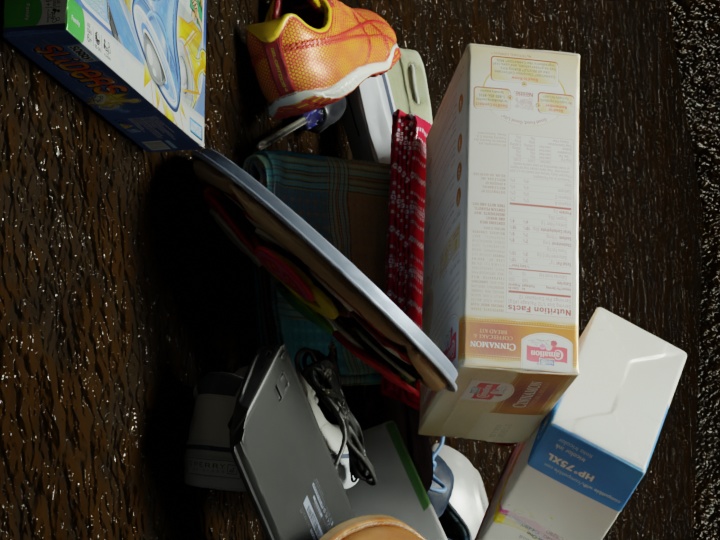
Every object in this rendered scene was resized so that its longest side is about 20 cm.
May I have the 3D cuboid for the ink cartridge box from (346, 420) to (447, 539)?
[{"bbox_3d":[0.029,0.218,1.478,0.200,0.084,0.145,70,-4,-48],"label":"ink cartridge box"}]

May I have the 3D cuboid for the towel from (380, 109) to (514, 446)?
[{"bbox_3d":[0.065,0.007,1.525,0.144,0.022,0.201,25,61,-50],"label":"towel"}]

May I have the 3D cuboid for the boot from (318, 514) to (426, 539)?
[{"bbox_3d":[0.068,0.203,1.252,0.200,0.155,0.077,33,83,-49],"label":"boot"}]

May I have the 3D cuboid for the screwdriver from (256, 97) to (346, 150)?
[{"bbox_3d":[-0.044,-0.095,1.491,0.200,0.029,0.028,-36,122,-69],"label":"screwdriver"}]

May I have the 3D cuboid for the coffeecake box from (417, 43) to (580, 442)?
[{"bbox_3d":[0.083,-0.013,1.402,0.154,0.073,0.201,114,-21,-70],"label":"coffeecake box"}]

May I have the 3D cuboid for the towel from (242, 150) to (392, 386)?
[{"bbox_3d":[0.000,0.000,1.472,0.200,0.022,0.147,2,80,-52],"label":"towel"}]

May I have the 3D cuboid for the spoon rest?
[{"bbox_3d":[0.078,0.232,1.827,0.099,0.060,0.201,62,14,-60],"label":"spoon rest"}]

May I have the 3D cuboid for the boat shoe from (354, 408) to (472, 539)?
[{"bbox_3d":[0.036,0.145,1.652,0.200,0.068,0.084,61,29,-59],"label":"boat shoe"}]

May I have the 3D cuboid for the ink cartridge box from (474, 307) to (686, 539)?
[{"bbox_3d":[0.128,0.135,1.470,0.116,0.067,0.200,-62,178,-47],"label":"ink cartridge box"}]

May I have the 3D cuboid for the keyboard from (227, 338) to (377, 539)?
[{"bbox_3d":[-0.025,0.122,1.284,0.127,0.021,0.201,-63,144,-44],"label":"keyboard"}]

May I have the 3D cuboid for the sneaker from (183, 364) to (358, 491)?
[{"bbox_3d":[-0.043,0.089,1.337,0.200,0.073,0.071,10,87,-74],"label":"sneaker"}]

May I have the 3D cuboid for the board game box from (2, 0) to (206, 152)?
[{"bbox_3d":[-0.124,-0.151,1.159,0.200,0.034,0.136,40,48,-71],"label":"board game box"}]

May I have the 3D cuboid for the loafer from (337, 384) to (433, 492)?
[{"bbox_3d":[0.000,0.055,1.548,0.072,0.063,0.201,121,-41,-67],"label":"loafer"}]

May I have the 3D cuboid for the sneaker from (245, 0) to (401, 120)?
[{"bbox_3d":[-0.022,-0.154,1.500,0.200,0.073,0.077,-52,127,-73],"label":"sneaker"}]

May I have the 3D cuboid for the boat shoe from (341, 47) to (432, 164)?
[{"bbox_3d":[0.033,-0.070,1.601,0.072,0.062,0.201,123,-43,-66],"label":"boat shoe"}]

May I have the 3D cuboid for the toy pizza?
[{"bbox_3d":[-0.026,0.007,1.297,0.032,0.200,0.200,-48,157,-4],"label":"toy pizza"}]
